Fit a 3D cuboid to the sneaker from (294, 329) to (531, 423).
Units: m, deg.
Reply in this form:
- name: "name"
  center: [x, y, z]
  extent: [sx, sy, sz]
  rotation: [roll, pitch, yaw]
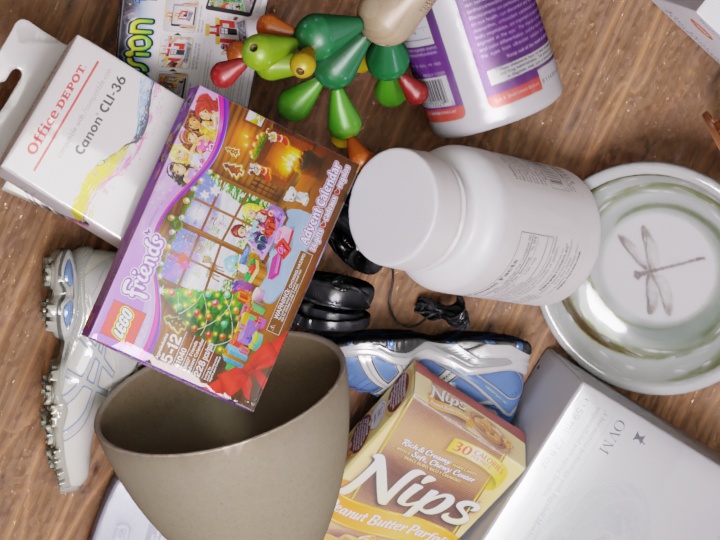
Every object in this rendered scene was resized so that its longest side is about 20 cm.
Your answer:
- name: "sneaker"
  center: [0.042, 0.089, 1.693]
  extent: [0.198, 0.076, 0.078]
  rotation: [3, 96, -8]

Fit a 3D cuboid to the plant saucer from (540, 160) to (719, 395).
- name: "plant saucer"
  center: [0.244, 0.001, 1.698]
  extent: [0.199, 0.050, 0.202]
  rotation: [7, 112, 17]

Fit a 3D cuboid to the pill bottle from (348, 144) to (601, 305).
- name: "pill bottle"
  center: [0.088, -0.037, 1.610]
  extent: [0.199, 0.114, 0.115]
  rotation: [9, 102, -48]

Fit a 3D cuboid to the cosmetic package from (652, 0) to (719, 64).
- name: "cosmetic package"
  center: [0.330, -0.165, 1.649]
  extent: [0.200, 0.151, 0.052]
  rotation: [40, 93, -13]

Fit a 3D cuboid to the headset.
- name: "headset"
  center: [0.000, 0.000, 1.645]
  extent: [0.199, 0.094, 0.124]
  rotation: [30, 83, -42]

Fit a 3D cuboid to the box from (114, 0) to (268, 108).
- name: "box"
  center: [-0.130, -0.182, 1.569]
  extent: [0.109, 0.035, 0.201]
  rotation: [4, 144, -9]

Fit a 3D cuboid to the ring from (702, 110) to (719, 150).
- name: "ring"
  center: [0.327, -0.041, 1.647]
  extent: [0.019, 0.201, 0.201]
  rotation: [-30, 104, 11]

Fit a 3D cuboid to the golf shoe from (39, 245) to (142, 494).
- name: "golf shoe"
  center: [-0.208, 0.082, 1.657]
  extent: [0.096, 0.078, 0.202]
  rotation: [1, 102, -15]

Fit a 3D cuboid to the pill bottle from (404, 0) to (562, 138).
- name: "pill bottle"
  center: [0.078, -0.215, 1.621]
  extent: [0.111, 0.111, 0.201]
  rotation: [-20, 103, -4]

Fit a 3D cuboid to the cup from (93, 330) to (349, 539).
- name: "cup"
  center: [-0.093, 0.155, 1.609]
  extent: [0.199, 0.200, 0.144]
  rotation: [-15, 112, -5]

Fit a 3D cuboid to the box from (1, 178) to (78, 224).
- name: "box"
  center: [-0.179, -0.058, 1.629]
  extent: [0.199, 0.082, 0.069]
  rotation: [24, 97, -11]

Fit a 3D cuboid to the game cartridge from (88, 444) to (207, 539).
- name: "game cartridge"
  center: [-0.160, 0.237, 1.713]
  extent: [0.132, 0.040, 0.201]
  rotation: [15, 98, -15]

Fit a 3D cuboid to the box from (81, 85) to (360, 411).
- name: "box"
  center: [-0.101, -0.016, 1.517]
  extent: [0.136, 0.039, 0.201]
  rotation: [25, 84, -16]

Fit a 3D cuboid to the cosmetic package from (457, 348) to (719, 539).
- name: "cosmetic package"
  center: [0.196, 0.209, 1.718]
  extent: [0.199, 0.123, 0.200]
  rotation: [31, 95, -14]

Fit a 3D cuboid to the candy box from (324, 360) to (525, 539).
- name: "candy box"
  center: [0.030, 0.181, 1.685]
  extent: [0.115, 0.055, 0.200]
  rotation: [33, 117, -15]

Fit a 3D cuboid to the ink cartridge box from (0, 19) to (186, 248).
- name: "ink cartridge box"
  center: [-0.193, -0.093, 1.545]
  extent: [0.199, 0.067, 0.117]
  rotation: [31, 82, -13]

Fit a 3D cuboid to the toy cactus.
- name: "toy cactus"
  center: [-0.004, -0.160, 1.540]
  extent: [0.165, 0.103, 0.199]
  rotation: [-41, 143, 25]
